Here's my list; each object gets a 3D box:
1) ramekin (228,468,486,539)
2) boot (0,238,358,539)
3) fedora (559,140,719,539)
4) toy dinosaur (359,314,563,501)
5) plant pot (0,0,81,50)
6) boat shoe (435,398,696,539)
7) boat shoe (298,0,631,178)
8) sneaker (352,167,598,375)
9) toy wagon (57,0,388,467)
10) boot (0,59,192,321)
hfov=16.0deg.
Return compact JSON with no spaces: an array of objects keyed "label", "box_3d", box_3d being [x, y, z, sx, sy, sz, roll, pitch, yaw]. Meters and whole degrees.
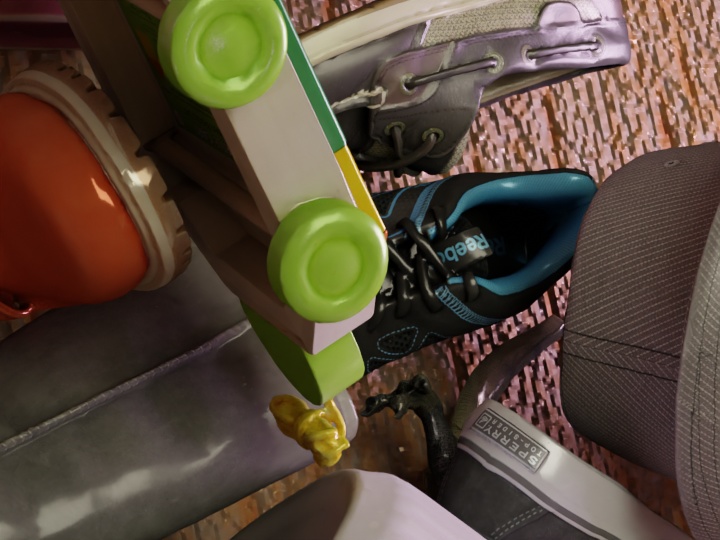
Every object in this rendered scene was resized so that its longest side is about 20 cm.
[{"label":"ramekin","box_3d":[-0.025,0.149,0.784,0.094,0.202,0.203,45,56,-8]},{"label":"boot","box_3d":[-0.084,0.082,0.770,0.199,0.073,0.182,-17,56,-36]},{"label":"fedora","box_3d":[0.133,0.012,0.930,0.200,0.090,0.178,-32,127,-52]},{"label":"toy dinosaur","box_3d":[0.025,0.088,0.930,0.088,0.047,0.201,38,55,-39]},{"label":"plant pot","box_3d":[-0.109,-0.166,0.840,0.199,0.199,0.181,1,90,-33]},{"label":"boat shoe","box_3d":[0.080,0.103,0.925,0.057,0.068,0.200,-56,143,-3]},{"label":"boat shoe","box_3d":[0.020,-0.067,0.943,0.200,0.072,0.066,-28,89,-26]},{"label":"sneaker","box_3d":[0.000,0.000,0.916,0.199,0.082,0.074,-22,88,-36]},{"label":"toy wagon","box_3d":[-0.040,-0.034,0.730,0.039,0.155,0.201,-33,119,-13]},{"label":"boot","box_3d":[-0.127,-0.004,0.766,0.107,0.200,0.075,-36,107,-28]}]
